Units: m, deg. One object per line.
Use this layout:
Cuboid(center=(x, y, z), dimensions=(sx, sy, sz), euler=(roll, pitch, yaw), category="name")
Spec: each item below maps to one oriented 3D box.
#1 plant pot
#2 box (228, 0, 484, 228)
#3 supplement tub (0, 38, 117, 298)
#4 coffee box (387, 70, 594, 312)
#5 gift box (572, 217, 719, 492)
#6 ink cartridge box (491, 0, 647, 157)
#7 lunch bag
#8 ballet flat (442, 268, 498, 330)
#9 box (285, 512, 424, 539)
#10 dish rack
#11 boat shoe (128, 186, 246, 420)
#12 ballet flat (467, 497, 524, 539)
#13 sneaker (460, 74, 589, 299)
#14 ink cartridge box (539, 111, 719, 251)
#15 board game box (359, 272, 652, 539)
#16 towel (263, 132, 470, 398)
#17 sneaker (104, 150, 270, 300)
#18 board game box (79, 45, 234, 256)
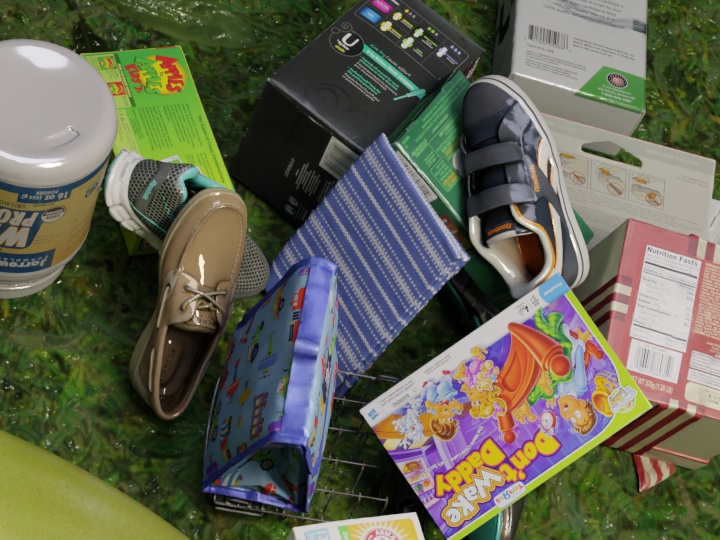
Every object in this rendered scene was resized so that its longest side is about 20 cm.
Cuboid(center=(-0.227, 0.228, 1.457), dimensions=(0.200, 0.187, 0.187), euler=(19, 50, -25), category="plant pot")
Cuboid(center=(-0.003, -0.150, 1.806), dimensions=(0.124, 0.149, 0.200), euler=(38, 51, 7), category="box")
Cuboid(center=(-0.290, -0.081, 1.621), dimensions=(0.144, 0.200, 0.145), euler=(9, 53, -13), category="supplement tub")
Cuboid(center=(0.110, -0.065, 1.717), dimensions=(0.200, 0.044, 0.123), euler=(49, 51, -12), category="coffee box")
Cuboid(center=(0.255, 0.082, 1.719), dimensions=(0.184, 0.187, 0.200), euler=(21, 71, -8), category="gift box")
Cuboid(center=(0.216, -0.233, 1.987), dimensions=(0.146, 0.083, 0.200), euler=(15, 53, -9), category="ink cartridge box")
Cuboid(center=(-0.059, 0.086, 1.509), dimensions=(0.094, 0.200, 0.151), euler=(13, 67, -5), category="lunch bag")
Cuboid(center=(0.122, 0.038, 1.754), dimensions=(0.072, 0.072, 0.200), euler=(-8, 52, -25), category="ballet flat")
Cuboid(center=(-0.017, 0.280, 1.462), dimensions=(0.101, 0.200, 0.113), euler=(-4, 57, -23), category="box")
Cuboid(center=(-0.033, 0.152, 1.627), dimensions=(0.200, 0.055, 0.154), euler=(11, 66, -7), category="dish rack")
Cuboid(center=(-0.134, 0.029, 1.601), dimensions=(0.071, 0.200, 0.065), euler=(8, 22, -28), category="boat shoe")
Cuboid(center=(0.112, 0.159, 1.685), dimensions=(0.068, 0.068, 0.200), euler=(4, 54, -33), category="ballet flat")
Cuboid(center=(0.130, -0.069, 1.652), dimensions=(0.079, 0.078, 0.200), euler=(-23, 89, -45), category="sneaker")
Cuboid(center=(0.237, -0.075, 1.788), dimensions=(0.200, 0.174, 0.044), euler=(17, 48, 20), category="ink cartridge box")
Cuboid(center=(0.119, 0.114, 1.584), dimensions=(0.200, 0.045, 0.135), euler=(-35, 83, 0), category="board game box")
Cuboid(center=(0.000, 0.000, 1.677), dimensions=(0.024, 0.200, 0.145), euler=(-3, 52, -49), category="towel")
Cuboid(center=(-0.131, -0.032, 1.656), dimensions=(0.200, 0.091, 0.078), euler=(40, 59, -45), category="sneaker")
Cuboid(center=(-0.189, -0.113, 1.778), dimensions=(0.101, 0.048, 0.200), euler=(-8, 59, -25), category="board game box")
